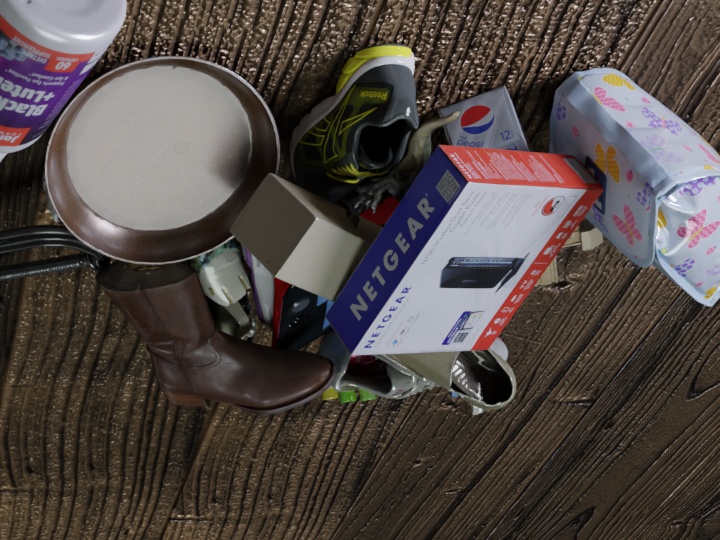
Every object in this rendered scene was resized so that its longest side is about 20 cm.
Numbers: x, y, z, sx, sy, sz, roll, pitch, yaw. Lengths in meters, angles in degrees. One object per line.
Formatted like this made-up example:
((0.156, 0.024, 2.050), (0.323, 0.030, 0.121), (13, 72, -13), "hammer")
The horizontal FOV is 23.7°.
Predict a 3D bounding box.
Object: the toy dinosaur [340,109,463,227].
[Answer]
((0.034, -0.073, 1.455), (0.088, 0.048, 0.200), (-27, 159, -16), "toy dinosaur")

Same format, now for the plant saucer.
((-0.168, -0.097, 1.450), (0.199, 0.032, 0.201), (-8, 124, -11), "plant saucer")

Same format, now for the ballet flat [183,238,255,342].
((-0.132, 0.018, 1.653), (0.074, 0.075, 0.200), (-11, 148, -2), "ballet flat")

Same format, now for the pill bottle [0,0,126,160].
((-0.267, -0.158, 1.289), (0.111, 0.112, 0.200), (10, 143, -33), "pill bottle")

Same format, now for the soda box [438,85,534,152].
((0.135, -0.088, 1.605), (0.068, 0.064, 0.200), (-21, 149, 10), "soda box")

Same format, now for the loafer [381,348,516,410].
((0.077, 0.072, 1.667), (0.199, 0.076, 0.068), (30, 174, -17), "loafer")

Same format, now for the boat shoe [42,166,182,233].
((-0.182, -0.063, 1.527), (0.199, 0.066, 0.072), (5, 146, -27), "boat shoe")

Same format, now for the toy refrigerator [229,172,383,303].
((-0.020, -0.011, 1.510), (0.070, 0.076, 0.200), (-54, 143, 10), "toy refrigerator")

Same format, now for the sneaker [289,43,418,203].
((-0.008, -0.110, 1.493), (0.074, 0.085, 0.200), (3, 145, -22), "sneaker")

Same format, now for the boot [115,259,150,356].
((-0.197, 0.015, 1.648), (0.073, 0.076, 0.200), (-9, 149, -2), "boot")

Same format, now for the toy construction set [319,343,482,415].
((0.048, 0.102, 1.846), (0.199, 0.093, 0.131), (6, 174, -3), "toy construction set")

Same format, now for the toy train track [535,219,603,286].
((0.129, -0.012, 1.601), (0.199, 0.033, 0.115), (-11, 131, 2), "toy train track")

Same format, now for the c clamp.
((-0.311, -0.010, 1.575), (0.199, 0.027, 0.171), (-10, 161, 27), "c clamp")

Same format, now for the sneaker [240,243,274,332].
((-0.061, -0.002, 1.668), (0.099, 0.075, 0.200), (-11, 151, -4), "sneaker")

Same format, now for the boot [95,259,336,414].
((-0.133, 0.050, 1.597), (0.185, 0.064, 0.200), (-7, 136, 12), "boot")

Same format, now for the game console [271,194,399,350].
((0.000, 0.000, 1.662), (0.200, 0.031, 0.177), (-31, 155, -20), "game console")

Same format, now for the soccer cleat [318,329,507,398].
((0.056, 0.101, 1.736), (0.199, 0.086, 0.070), (2, 123, -11), "soccer cleat")

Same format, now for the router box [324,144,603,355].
((0.090, -0.014, 1.485), (0.179, 0.049, 0.200), (-1, 134, -44), "router box")

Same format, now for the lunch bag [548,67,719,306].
((0.260, -0.080, 1.543), (0.127, 0.170, 0.200), (-45, 143, 7), "lunch bag")
